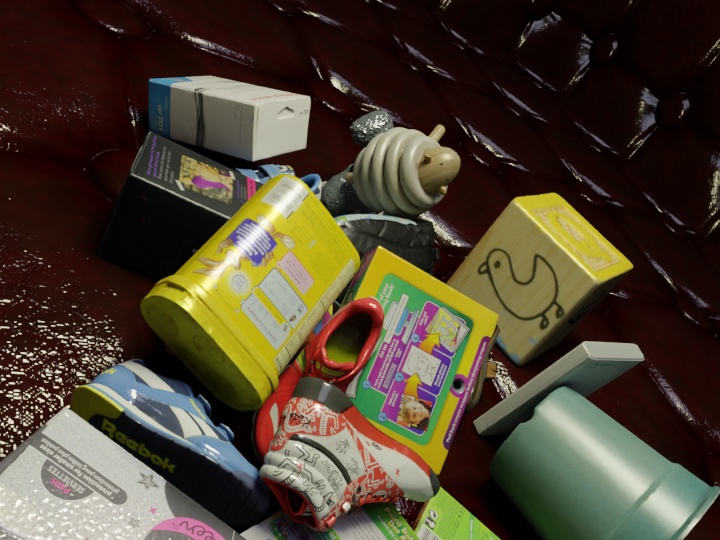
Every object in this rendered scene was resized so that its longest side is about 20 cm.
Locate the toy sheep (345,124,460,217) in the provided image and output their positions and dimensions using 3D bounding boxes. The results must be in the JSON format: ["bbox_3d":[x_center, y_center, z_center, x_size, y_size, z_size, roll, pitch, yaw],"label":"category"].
[{"bbox_3d":[0.057,-0.140,0.955,0.137,0.198,0.140,4,84,-44],"label":"toy sheep"}]

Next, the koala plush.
[{"bbox_3d":[0.008,-0.125,1.095,0.177,0.185,0.199,38,50,23],"label":"koala plush"}]

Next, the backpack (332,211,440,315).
[{"bbox_3d":[0.000,0.000,0.888,0.152,0.166,0.199,4,1,32],"label":"backpack"}]

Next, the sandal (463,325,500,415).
[{"bbox_3d":[0.162,0.144,0.929,0.055,0.081,0.200,49,28,-9],"label":"sandal"}]

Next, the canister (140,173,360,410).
[{"bbox_3d":[-0.099,0.015,0.675,0.149,0.086,0.201,52,51,-18],"label":"canister"}]

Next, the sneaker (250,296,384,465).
[{"bbox_3d":[-0.043,0.105,0.668,0.077,0.085,0.201,33,74,1],"label":"sneaker"}]

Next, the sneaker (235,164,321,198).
[{"bbox_3d":[-0.141,-0.118,0.952,0.198,0.083,0.074,9,27,-40],"label":"sneaker"}]

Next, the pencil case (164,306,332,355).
[{"bbox_3d":[-0.123,0.057,0.756,0.198,0.089,0.089,9,39,-40],"label":"pencil case"}]

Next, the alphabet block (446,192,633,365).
[{"bbox_3d":[0.300,0.009,1.128,0.196,0.201,0.195,47,32,20],"label":"alphabet block"}]

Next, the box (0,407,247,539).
[{"bbox_3d":[-0.175,0.215,0.449,0.199,0.115,0.132,36,31,1],"label":"box"}]

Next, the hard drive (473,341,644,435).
[{"bbox_3d":[0.258,0.158,0.878,0.131,0.200,0.027,6,49,-39],"label":"hard drive"}]

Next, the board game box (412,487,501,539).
[{"bbox_3d":[0.139,0.326,0.700,0.199,0.030,0.095,38,31,8],"label":"board game box"}]

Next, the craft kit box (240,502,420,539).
[{"bbox_3d":[-0.007,0.290,0.587,0.196,0.049,0.200,-14,57,-50],"label":"craft kit box"}]

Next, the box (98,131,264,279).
[{"bbox_3d":[-0.188,-0.053,0.798,0.198,0.123,0.107,24,33,-19],"label":"box"}]

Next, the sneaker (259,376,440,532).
[{"bbox_3d":[-0.009,0.197,0.620,0.201,0.067,0.109,46,56,-30],"label":"sneaker"}]

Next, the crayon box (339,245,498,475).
[{"bbox_3d":[0.045,0.103,0.769,0.171,0.058,0.202,28,73,-11],"label":"crayon box"}]

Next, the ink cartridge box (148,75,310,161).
[{"bbox_3d":[-0.196,-0.235,1.005,0.198,0.087,0.146,19,24,23],"label":"ink cartridge box"}]

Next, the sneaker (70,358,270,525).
[{"bbox_3d":[-0.158,0.148,0.602,0.199,0.074,0.082,37,28,0],"label":"sneaker"}]

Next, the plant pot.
[{"bbox_3d":[0.269,0.256,0.782,0.196,0.202,0.199,43,30,28],"label":"plant pot"}]
